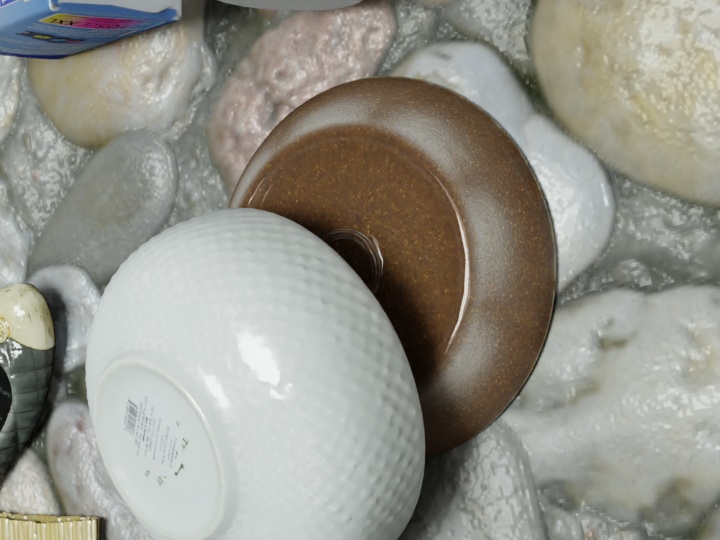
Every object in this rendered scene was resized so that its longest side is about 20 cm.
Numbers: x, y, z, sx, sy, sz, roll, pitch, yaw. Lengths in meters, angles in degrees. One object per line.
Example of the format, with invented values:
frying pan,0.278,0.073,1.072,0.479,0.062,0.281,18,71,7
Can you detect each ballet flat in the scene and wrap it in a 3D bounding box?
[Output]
ballet flat,-0.239,0.096,0.820,0.066,0.057,0.200,37,108,25

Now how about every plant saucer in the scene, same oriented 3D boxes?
plant saucer,0.000,0.000,0.690,0.200,0.037,0.200,0,91,30

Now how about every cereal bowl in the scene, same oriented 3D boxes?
cereal bowl,-0.069,0.075,0.669,0.200,0.083,0.200,19,120,36

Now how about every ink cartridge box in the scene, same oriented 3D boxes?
ink cartridge box,-0.172,-0.191,0.745,0.200,0.076,0.137,1,91,57

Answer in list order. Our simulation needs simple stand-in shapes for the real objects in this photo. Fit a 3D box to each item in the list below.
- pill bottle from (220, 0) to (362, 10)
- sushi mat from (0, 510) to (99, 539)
pill bottle,-0.034,-0.234,0.666,0.112,0.112,0.200,2,92,31
sushi mat,-0.190,0.245,0.816,0.096,0.012,0.200,-1,90,29
